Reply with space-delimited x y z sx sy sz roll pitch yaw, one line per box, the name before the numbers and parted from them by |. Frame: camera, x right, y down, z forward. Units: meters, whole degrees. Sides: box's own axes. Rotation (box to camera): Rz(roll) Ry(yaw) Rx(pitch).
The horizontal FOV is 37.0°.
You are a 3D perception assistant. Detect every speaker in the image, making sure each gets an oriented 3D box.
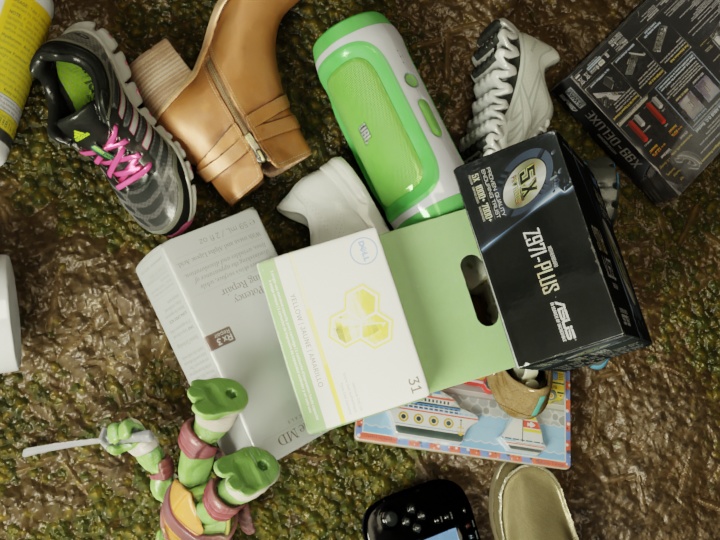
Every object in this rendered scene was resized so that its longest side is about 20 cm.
speaker | 0.031 -0.127 0.965 0.088 0.088 0.200 -23 81 -15

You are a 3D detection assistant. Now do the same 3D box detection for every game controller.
game controller | 0.070 0.288 0.943 0.104 0.042 0.200 -15 86 -14

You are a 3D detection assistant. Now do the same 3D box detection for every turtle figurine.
turtle figurine | -0.159 0.178 0.825 0.200 0.194 0.144 25 37 -15

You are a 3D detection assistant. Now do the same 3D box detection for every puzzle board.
puzzle board | 0.097 0.092 0.970 0.200 0.017 0.151 10 64 -11

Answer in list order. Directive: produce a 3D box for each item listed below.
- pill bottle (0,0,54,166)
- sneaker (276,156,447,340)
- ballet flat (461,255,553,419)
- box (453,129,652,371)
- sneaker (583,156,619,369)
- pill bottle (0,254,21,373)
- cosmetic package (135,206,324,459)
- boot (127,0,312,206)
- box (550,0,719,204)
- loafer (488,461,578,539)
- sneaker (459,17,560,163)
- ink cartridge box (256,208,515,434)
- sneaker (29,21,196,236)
pill bottle | -0.320 -0.195 0.891 0.111 0.111 0.200 17 79 -10
sneaker | 0.000 0.000 0.953 0.088 0.075 0.200 -33 71 -4
ballet flat | 0.121 0.033 0.954 0.068 0.072 0.200 -12 70 -19
box | 0.163 -0.007 0.879 0.086 0.200 0.164 -20 77 18
sneaker | 0.201 -0.006 1.011 0.082 0.073 0.200 -2 76 4
pill bottle | -0.374 0.043 0.843 0.200 0.113 0.114 -6 83 -13
cosmetic package | -0.098 0.060 0.911 0.102 0.074 0.200 -26 87 -33
boot | -0.089 -0.167 0.956 0.200 0.077 0.155 -39 91 -14
box | 0.312 -0.190 1.064 0.158 0.050 0.200 46 75 -3
loafer | 0.165 0.261 0.955 0.076 0.067 0.200 -10 84 -14
sneaker | 0.140 -0.134 1.010 0.081 0.075 0.200 16 79 -19
ink cartridge box | 0.032 0.035 0.875 0.200 0.048 0.146 -17 83 -2
sneaker | -0.212 -0.112 0.900 0.074 0.087 0.200 -25 95 27
